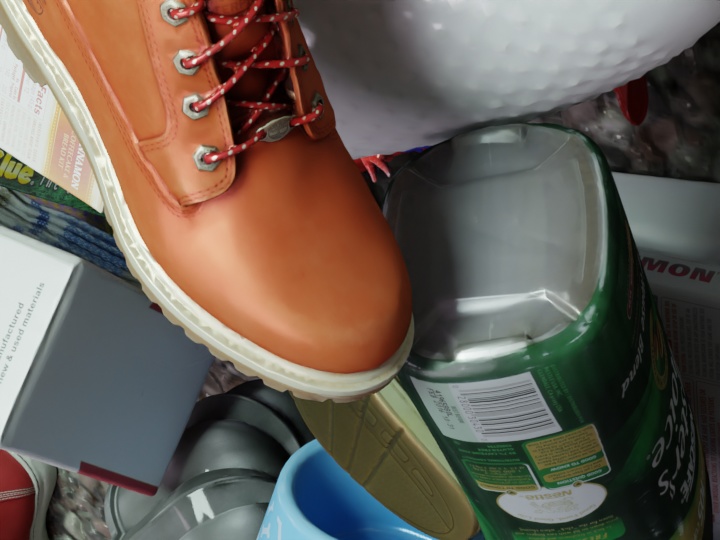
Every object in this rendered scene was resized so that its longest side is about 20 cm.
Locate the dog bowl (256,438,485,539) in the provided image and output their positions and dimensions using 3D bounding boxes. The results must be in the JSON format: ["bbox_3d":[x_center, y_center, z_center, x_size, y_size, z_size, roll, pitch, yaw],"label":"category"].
[{"bbox_3d":[0.048,0.124,0.906,0.199,0.111,0.050,18,123,21],"label":"dog bowl"}]

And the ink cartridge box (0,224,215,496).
[{"bbox_3d":[-0.183,0.016,0.952,0.199,0.083,0.147,21,175,25],"label":"ink cartridge box"}]

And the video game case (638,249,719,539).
[{"bbox_3d":[0.104,0.070,0.911,0.181,0.023,0.201,13,134,26],"label":"video game case"}]

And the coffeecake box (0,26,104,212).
[{"bbox_3d":[-0.130,-0.129,0.907,0.199,0.153,0.073,32,129,18],"label":"coffeecake box"}]

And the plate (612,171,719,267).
[{"bbox_3d":[0.169,0.055,0.898,0.199,0.032,0.200,9,131,40],"label":"plate"}]

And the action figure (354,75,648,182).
[{"bbox_3d":[0.025,-0.060,0.904,0.199,0.065,0.052,-7,82,48],"label":"action figure"}]

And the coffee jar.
[{"bbox_3d":[0.071,0.047,0.786,0.085,0.105,0.200,-9,141,14],"label":"coffee jar"}]

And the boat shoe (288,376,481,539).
[{"bbox_3d":[-0.005,0.022,0.898,0.201,0.063,0.073,47,152,21],"label":"boat shoe"}]

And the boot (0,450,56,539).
[{"bbox_3d":[-0.256,0.199,1.361,0.072,0.144,0.201,30,143,17],"label":"boot"}]

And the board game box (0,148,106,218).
[{"bbox_3d":[-0.160,-0.060,0.946,0.105,0.200,0.024,37,101,35],"label":"board game box"}]

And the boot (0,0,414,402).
[{"bbox_3d":[-0.042,-0.052,0.661,0.200,0.075,0.107,54,152,2],"label":"boot"}]

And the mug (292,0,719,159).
[{"bbox_3d":[0.028,-0.122,0.734,0.174,0.200,0.149,-8,84,34],"label":"mug"}]

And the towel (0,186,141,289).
[{"bbox_3d":[-0.174,-0.031,1.022,0.199,0.024,0.147,28,173,-33],"label":"towel"}]

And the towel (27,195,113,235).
[{"bbox_3d":[-0.135,-0.071,1.086,0.143,0.023,0.201,26,140,26],"label":"towel"}]

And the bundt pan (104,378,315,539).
[{"bbox_3d":[-0.017,0.130,1.027,0.202,0.202,0.076,43,122,4],"label":"bundt pan"}]
